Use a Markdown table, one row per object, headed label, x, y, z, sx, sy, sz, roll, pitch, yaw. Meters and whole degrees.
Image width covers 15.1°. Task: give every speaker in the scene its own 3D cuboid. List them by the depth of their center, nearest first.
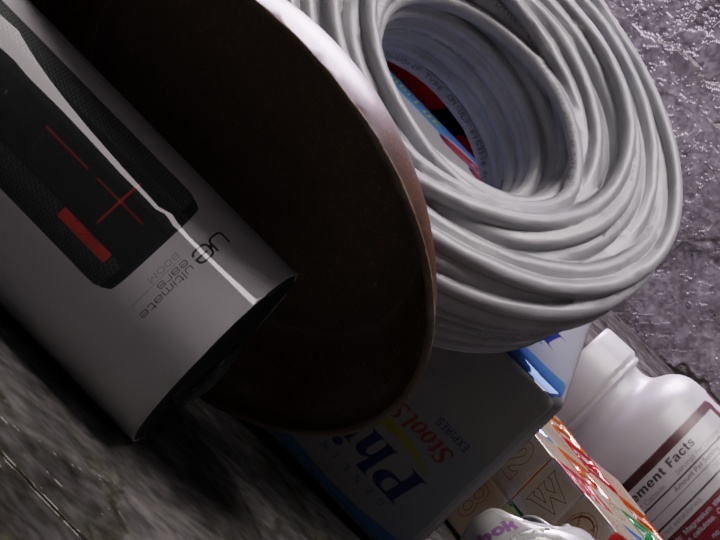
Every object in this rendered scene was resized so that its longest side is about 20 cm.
| label | x | y | z | sx | sy | sz | roll | pitch | yaw |
| --- | --- | --- | --- | --- | --- | --- | --- | --- | --- |
| speaker | -0.115 | -0.038 | 0.915 | 0.200 | 0.081 | 0.081 | 46 | 7 | 5 |

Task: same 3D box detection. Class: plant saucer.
| label | x | y | z | sx | sy | sz | roll | pitch | yaw |
| --- | --- | --- | --- | --- | --- | --- | --- | --- | --- |
| plant saucer | -0.046 | -0.034 | 0.947 | 0.200 | 0.037 | 0.201 | 28 | -40 | 26 |

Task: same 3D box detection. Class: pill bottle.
| label | x | y | z | sx | sy | sz | roll | pitch | yaw |
| --- | --- | --- | --- | --- | --- | --- | --- | --- | --- |
| pill bottle | 0.175 | 0.132 | 1.475 | 0.200 | 0.113 | 0.113 | 46 | 7 | 6 |

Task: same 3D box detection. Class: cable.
| label | x | y | z | sx | sy | sz | roll | pitch | yaw |
| --- | --- | --- | --- | --- | --- | --- | --- | --- | --- |
| cable | 0.030 | -0.059 | 1.041 | 0.200 | 0.069 | 0.200 | 50 | 41 | 1 |

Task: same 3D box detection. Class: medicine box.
| label | x | y | z | sx | sy | sz | roll | pitch | yaw |
| --- | --- | --- | --- | --- | --- | --- | --- | --- | --- |
| medicine box | 0.000 | 0.000 | 1.152 | 0.182 | 0.103 | 0.200 | 46 | 15 | -3 |

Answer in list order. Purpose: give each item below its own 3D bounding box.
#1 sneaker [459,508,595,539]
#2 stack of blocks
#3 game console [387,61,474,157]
| label | x | y | z | sx | sy | sz | roll | pitch | yaw |
| --- | --- | --- | --- | --- | --- | --- | --- | --- | --- |
| sneaker | 0.109 | 0.147 | 1.151 | 0.100 | 0.075 | 0.200 | 50 | 9 | 33 |
| stack of blocks | 0.082 | 0.107 | 1.300 | 0.115 | 0.059 | 0.200 | 38 | 9 | -43 |
| game console | -0.013 | -0.100 | 1.305 | 0.119 | 0.198 | 0.174 | -43 | 124 | -67 |
